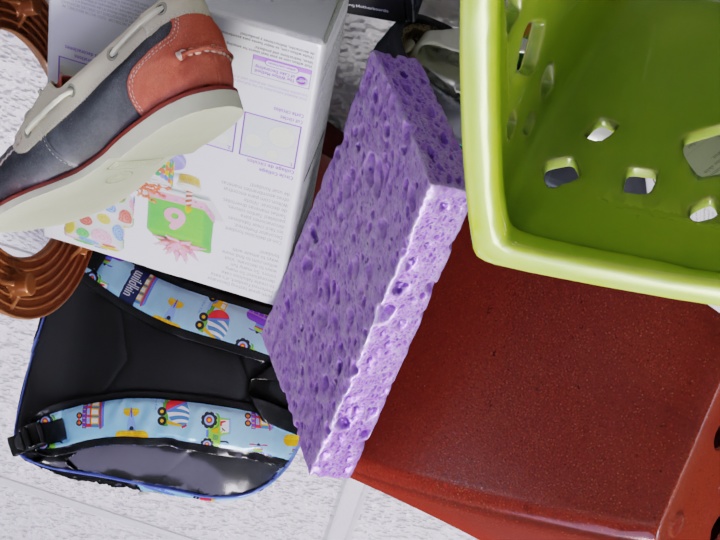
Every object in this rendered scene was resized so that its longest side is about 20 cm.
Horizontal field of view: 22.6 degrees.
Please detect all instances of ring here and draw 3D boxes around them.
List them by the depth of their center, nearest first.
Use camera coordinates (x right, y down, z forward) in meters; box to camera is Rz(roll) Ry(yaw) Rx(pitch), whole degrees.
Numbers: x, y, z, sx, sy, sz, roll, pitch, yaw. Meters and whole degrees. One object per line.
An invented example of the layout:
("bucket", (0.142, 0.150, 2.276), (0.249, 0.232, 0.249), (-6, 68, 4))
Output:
("ring", (-0.194, -0.073, 1.030), (0.019, 0.202, 0.201), (-5, 145, 19))

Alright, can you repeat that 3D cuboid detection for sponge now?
("sponge", (0.000, 0.000, 0.931), (0.029, 0.112, 0.201), (5, 130, -24))

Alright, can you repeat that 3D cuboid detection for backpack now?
("backpack", (-0.123, 0.068, 1.252), (0.198, 0.185, 0.135), (11, 174, 7))

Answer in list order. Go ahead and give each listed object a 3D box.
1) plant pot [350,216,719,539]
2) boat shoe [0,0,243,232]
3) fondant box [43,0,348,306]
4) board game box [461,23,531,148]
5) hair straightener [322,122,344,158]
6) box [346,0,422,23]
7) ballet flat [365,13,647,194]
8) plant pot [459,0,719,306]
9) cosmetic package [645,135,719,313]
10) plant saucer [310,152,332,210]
("plant pot", (0.142, 0.074, 1.006), (0.175, 0.202, 0.200), (20, 172, 37))
("boat shoe", (-0.135, -0.072, 0.909), (0.199, 0.063, 0.071), (-27, 169, 41))
("fondant box", (-0.092, -0.083, 0.967), (0.143, 0.059, 0.201), (16, 137, 3))
("board game box", (0.117, -0.103, 0.982), (0.095, 0.030, 0.200), (31, 146, -20))
("hair straightener", (-0.099, -0.102, 1.084), (0.199, 0.041, 0.077), (30, 150, -31))
("box", (-0.066, -0.204, 0.893), (0.198, 0.044, 0.161), (12, 151, 11))
("ballet flat", (0.096, -0.082, 0.938), (0.198, 0.074, 0.073), (23, 152, 8))
("plant pot", (0.158, -0.117, 0.748), (0.198, 0.182, 0.200), (10, 135, 15))
("cosmetic package", (0.238, -0.009, 0.847), (0.200, 0.107, 0.085), (43, 158, 42))
("plant saucer", (-0.063, -0.039, 1.118), (0.198, 0.037, 0.200), (29, 164, -10))
